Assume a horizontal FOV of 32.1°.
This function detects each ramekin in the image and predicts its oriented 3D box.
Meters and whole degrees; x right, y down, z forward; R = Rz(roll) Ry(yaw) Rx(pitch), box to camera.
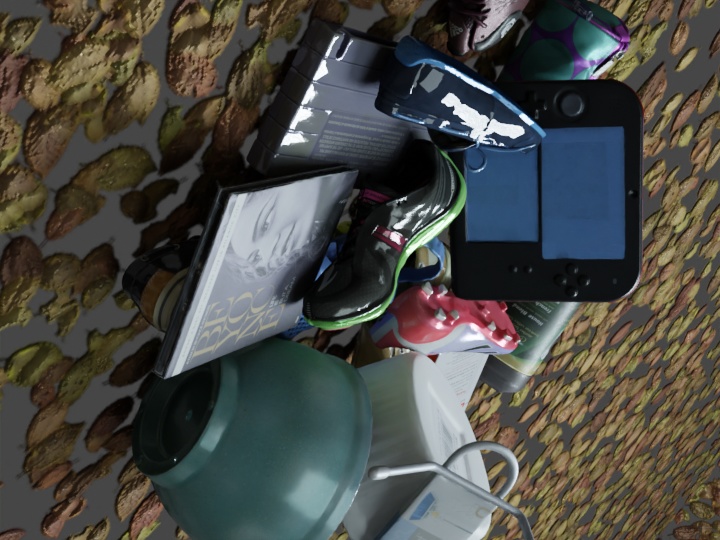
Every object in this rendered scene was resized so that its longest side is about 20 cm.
[{"bbox_3d":[0.043,0.173,1.145,0.097,0.202,0.200,-24,155,15],"label":"ramekin"}]

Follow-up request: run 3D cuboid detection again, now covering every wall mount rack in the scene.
[{"bbox_3d":[0.040,0.218,1.018,0.173,0.075,0.201,30,111,-21],"label":"wall mount rack"}]

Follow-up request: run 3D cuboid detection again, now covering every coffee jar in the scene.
[{"bbox_3d":[0.199,0.043,1.435,0.201,0.085,0.104,-58,174,12],"label":"coffee jar"}]

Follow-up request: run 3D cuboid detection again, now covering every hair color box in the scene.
[{"bbox_3d":[0.071,0.138,1.398,0.110,0.064,0.202,-18,136,-45],"label":"hair color box"}]

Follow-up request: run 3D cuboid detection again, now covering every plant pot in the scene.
[{"bbox_3d":[-0.105,0.139,1.046,0.134,0.200,0.201,32,98,-34],"label":"plant pot"}]

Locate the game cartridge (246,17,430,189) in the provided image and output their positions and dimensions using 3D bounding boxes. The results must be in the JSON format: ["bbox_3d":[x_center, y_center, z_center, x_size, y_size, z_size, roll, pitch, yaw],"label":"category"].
[{"bbox_3d":[-0.001,-0.129,1.023,0.199,0.038,0.130,1,126,-55],"label":"game cartridge"}]

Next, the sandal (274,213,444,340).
[{"bbox_3d":[0.000,0.000,1.117,0.199,0.087,0.080,-36,150,-21],"label":"sandal"}]

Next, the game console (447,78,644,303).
[{"bbox_3d":[0.166,-0.070,1.128,0.031,0.175,0.203,-56,145,-74],"label":"game console"}]

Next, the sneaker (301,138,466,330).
[{"bbox_3d":[0.010,-0.033,1.045,0.201,0.076,0.084,-53,133,-26],"label":"sneaker"}]

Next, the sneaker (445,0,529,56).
[{"bbox_3d":[0.088,-0.224,0.998,0.199,0.076,0.116,-7,132,-52],"label":"sneaker"}]

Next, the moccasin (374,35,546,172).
[{"bbox_3d":[0.077,-0.134,1.036,0.199,0.081,0.068,21,110,-45],"label":"moccasin"}]

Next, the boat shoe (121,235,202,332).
[{"bbox_3d":[-0.114,0.002,0.986,0.200,0.062,0.075,-18,132,-62],"label":"boat shoe"}]

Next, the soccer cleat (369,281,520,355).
[{"bbox_3d":[0.086,0.055,1.217,0.076,0.067,0.199,-33,156,25],"label":"soccer cleat"}]

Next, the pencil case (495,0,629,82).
[{"bbox_3d":[0.169,-0.157,1.168,0.085,0.092,0.201,0,124,-54],"label":"pencil case"}]

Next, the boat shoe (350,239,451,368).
[{"bbox_3d":[0.024,0.059,1.239,0.076,0.071,0.202,4,109,-57],"label":"boat shoe"}]

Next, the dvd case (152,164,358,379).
[{"bbox_3d":[-0.075,-0.004,0.959,0.200,0.016,0.150,-19,135,-62],"label":"dvd case"}]
